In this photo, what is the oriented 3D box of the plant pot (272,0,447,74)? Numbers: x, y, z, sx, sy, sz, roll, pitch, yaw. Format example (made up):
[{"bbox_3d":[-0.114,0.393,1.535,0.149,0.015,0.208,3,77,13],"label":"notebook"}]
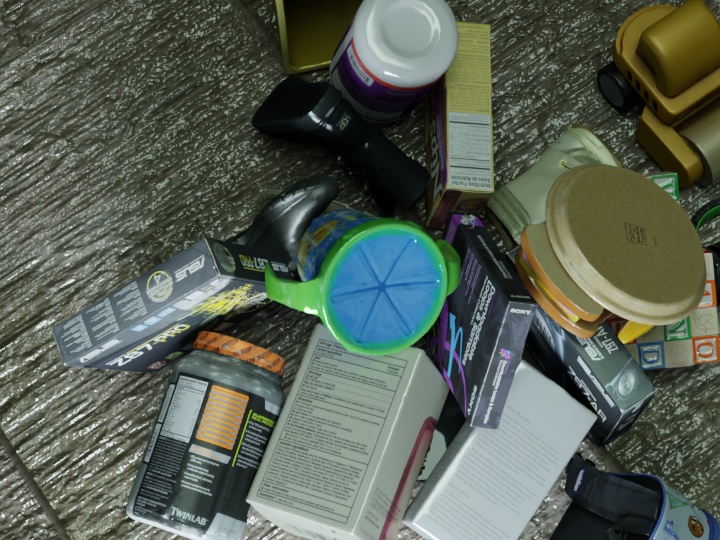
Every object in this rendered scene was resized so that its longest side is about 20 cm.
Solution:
[{"bbox_3d":[-0.020,-0.374,1.683,0.193,0.196,0.201,-13,62,-5],"label":"plant pot"}]

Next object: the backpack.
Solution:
[{"bbox_3d":[0.258,0.287,1.442,0.154,0.190,0.201,28,73,-8],"label":"backpack"}]

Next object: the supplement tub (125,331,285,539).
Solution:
[{"bbox_3d":[-0.151,0.171,1.507,0.122,0.123,0.201,18,78,6],"label":"supplement tub"}]

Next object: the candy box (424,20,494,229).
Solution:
[{"bbox_3d":[0.107,-0.157,1.635,0.056,0.117,0.201,5,71,-8],"label":"candy box"}]

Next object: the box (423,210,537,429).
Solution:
[{"bbox_3d":[0.114,0.046,1.502,0.036,0.143,0.200,5,26,-19],"label":"box"}]

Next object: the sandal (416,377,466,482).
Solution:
[{"bbox_3d":[0.109,0.136,1.572,0.076,0.043,0.200,30,73,10],"label":"sandal"}]

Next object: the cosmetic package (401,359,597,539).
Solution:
[{"bbox_3d":[0.140,0.201,1.515,0.101,0.071,0.200,37,79,-3],"label":"cosmetic package"}]

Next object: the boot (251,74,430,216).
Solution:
[{"bbox_3d":[-0.021,-0.133,1.640,0.168,0.200,0.077,43,79,-23],"label":"boot"}]

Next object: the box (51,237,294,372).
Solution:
[{"bbox_3d":[-0.186,0.038,1.506,0.200,0.161,0.049,-29,71,19],"label":"box"}]

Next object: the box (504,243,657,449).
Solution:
[{"bbox_3d":[0.216,0.075,1.533,0.043,0.160,0.200,-32,74,-10],"label":"box"}]

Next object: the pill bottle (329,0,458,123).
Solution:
[{"bbox_3d":[0.030,-0.228,1.611,0.112,0.200,0.113,2,79,-11],"label":"pill bottle"}]

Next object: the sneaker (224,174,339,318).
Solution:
[{"bbox_3d":[-0.084,-0.026,1.582,0.091,0.076,0.200,49,121,-1],"label":"sneaker"}]

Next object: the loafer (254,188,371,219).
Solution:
[{"bbox_3d":[-0.025,-0.036,1.621,0.199,0.068,0.076,24,109,22],"label":"loafer"}]

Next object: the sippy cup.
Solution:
[{"bbox_3d":[0.000,0.000,1.486,0.178,0.130,0.140,31,93,-29],"label":"sippy cup"}]

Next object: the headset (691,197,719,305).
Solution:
[{"bbox_3d":[0.415,0.014,1.614,0.123,0.094,0.201,2,55,1],"label":"headset"}]

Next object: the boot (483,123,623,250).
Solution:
[{"bbox_3d":[0.243,-0.044,1.623,0.154,0.072,0.200,-37,75,-10],"label":"boot"}]

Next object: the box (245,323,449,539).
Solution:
[{"bbox_3d":[-0.009,0.174,1.507,0.127,0.109,0.201,13,70,26],"label":"box"}]

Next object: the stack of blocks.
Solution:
[{"bbox_3d":[0.307,-0.001,1.557,0.115,0.059,0.201,-6,95,2],"label":"stack of blocks"}]

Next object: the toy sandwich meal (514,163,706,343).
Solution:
[{"bbox_3d":[0.249,-0.014,1.465,0.204,0.070,0.206,15,52,-20],"label":"toy sandwich meal"}]

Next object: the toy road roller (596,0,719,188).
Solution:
[{"bbox_3d":[0.361,-0.205,1.639,0.123,0.146,0.200,-34,74,-11],"label":"toy road roller"}]
